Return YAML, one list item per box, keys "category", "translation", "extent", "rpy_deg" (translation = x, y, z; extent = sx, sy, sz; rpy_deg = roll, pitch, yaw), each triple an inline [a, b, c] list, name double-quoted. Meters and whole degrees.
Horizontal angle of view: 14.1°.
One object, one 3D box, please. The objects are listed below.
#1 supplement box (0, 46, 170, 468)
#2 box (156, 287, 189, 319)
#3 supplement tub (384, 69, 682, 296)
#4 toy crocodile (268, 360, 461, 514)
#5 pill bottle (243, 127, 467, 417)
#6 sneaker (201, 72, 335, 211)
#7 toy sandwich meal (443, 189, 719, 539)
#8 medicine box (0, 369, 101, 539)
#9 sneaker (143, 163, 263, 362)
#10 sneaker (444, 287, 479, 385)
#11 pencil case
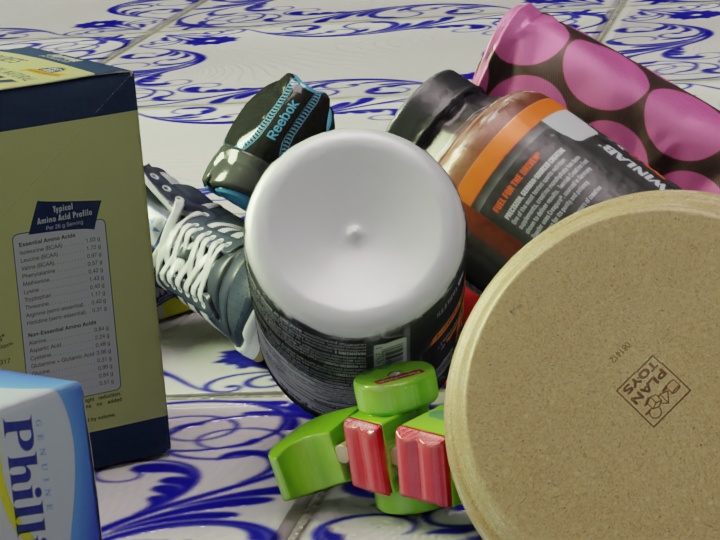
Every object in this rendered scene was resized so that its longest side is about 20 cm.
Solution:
- category: "supplement box"
  translation: [-0.219, 0.002, 1.473]
  extent: [0.200, 0.200, 0.134]
  rpy_deg: [-11, 14, -27]
- category: "box"
  translation: [-0.177, 0.008, 1.791]
  extent: [0.117, 0.048, 0.200]
  rpy_deg: [6, 18, 40]
- category: "supplement tub"
  translation: [0.103, -0.021, 1.488]
  extent: [0.200, 0.107, 0.107]
  rpy_deg: [37, 28, 17]
- category: "toy crocodile"
  translation: [0.044, 0.084, 1.321]
  extent: [0.200, 0.068, 0.062]
  rpy_deg: [3, 19, 40]
- category: "pill bottle"
  translation: [-0.001, 0.013, 1.434]
  extent: [0.106, 0.106, 0.200]
  rpy_deg: [-5, -19, -1]
- category: "sneaker"
  translation: [-0.041, -0.065, 1.679]
  extent: [0.073, 0.082, 0.200]
  rpy_deg: [30, -1, -1]
- category: "toy sandwich meal"
  translation: [0.136, 0.059, 1.220]
  extent: [0.205, 0.206, 0.070]
  rpy_deg: [0, -18, 19]
- category: "medicine box"
  translation: [-0.243, 0.108, 1.231]
  extent: [0.182, 0.103, 0.200]
  rpy_deg: [6, 17, 41]
- category: "sneaker"
  translation: [-0.092, -0.007, 1.677]
  extent: [0.108, 0.070, 0.200]
  rpy_deg: [28, 3, -8]
- category: "sneaker"
  translation: [0.104, 0.034, 1.566]
  extent: [0.200, 0.078, 0.116]
  rpy_deg: [27, 72, 27]
- category: "pencil case"
  translation: [0.147, -0.059, 1.577]
  extent: [0.200, 0.094, 0.091]
  rpy_deg: [33, 24, 10]
